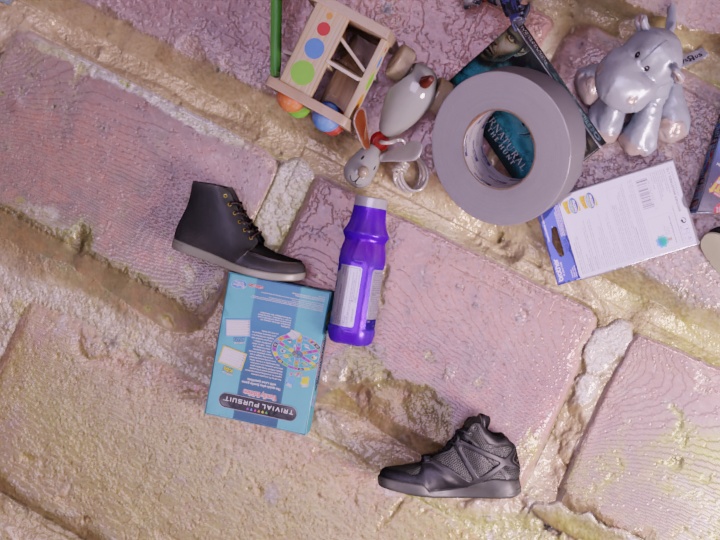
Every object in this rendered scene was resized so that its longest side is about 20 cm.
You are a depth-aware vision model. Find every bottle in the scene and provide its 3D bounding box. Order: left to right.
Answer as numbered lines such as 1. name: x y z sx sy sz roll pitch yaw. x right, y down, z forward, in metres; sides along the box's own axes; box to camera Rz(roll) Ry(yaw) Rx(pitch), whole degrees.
1. bottle: 0.000 0.000 1.520 0.064 0.084 0.204 9 92 7

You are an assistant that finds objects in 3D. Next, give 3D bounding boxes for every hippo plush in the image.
1. hippo plush: 0.380 -0.241 1.435 0.199 0.161 0.161 -34 87 6

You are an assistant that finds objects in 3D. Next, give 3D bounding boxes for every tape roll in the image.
1. tape roll: 0.195 -0.165 1.461 0.197 0.066 0.204 10 110 28

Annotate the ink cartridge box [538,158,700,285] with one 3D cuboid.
1. ink cartridge box: 0.345 -0.063 1.502 0.197 0.042 0.121 -17 89 4

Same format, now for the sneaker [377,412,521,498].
1. sneaker: 0.120 0.253 1.515 0.195 0.076 0.117 -2 89 3

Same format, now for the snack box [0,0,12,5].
1. snack box: -0.577 -0.472 1.538 0.199 0.169 0.068 41 96 5

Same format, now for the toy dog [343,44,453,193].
1. toy dog: 0.053 -0.201 1.486 0.130 0.096 0.204 12 97 -10

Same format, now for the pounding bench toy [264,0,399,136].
1. pounding bench toy: -0.072 -0.289 1.505 0.198 0.124 0.158 29 94 6

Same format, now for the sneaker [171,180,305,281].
1. sneaker: -0.162 -0.055 1.541 0.197 0.075 0.108 17 95 7

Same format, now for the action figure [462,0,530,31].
1. action figure: 0.224 -0.384 1.481 0.190 0.105 0.203 -10 60 12

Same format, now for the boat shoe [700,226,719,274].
1. boat shoe: 0.550 -0.002 1.471 0.199 0.074 0.063 30 58 15

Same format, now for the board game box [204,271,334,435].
1. board game box: -0.127 0.114 1.554 0.148 0.047 0.204 11 92 6

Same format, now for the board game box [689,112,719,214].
1. board game box: 0.536 -0.136 1.469 0.198 0.062 0.202 32 95 5

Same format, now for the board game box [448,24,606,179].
1. board game box: 0.222 -0.213 1.489 0.135 0.028 0.201 -38 85 38
